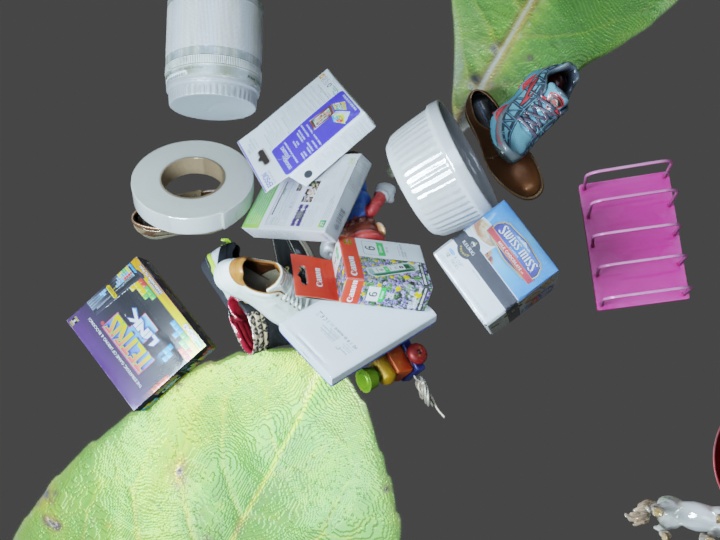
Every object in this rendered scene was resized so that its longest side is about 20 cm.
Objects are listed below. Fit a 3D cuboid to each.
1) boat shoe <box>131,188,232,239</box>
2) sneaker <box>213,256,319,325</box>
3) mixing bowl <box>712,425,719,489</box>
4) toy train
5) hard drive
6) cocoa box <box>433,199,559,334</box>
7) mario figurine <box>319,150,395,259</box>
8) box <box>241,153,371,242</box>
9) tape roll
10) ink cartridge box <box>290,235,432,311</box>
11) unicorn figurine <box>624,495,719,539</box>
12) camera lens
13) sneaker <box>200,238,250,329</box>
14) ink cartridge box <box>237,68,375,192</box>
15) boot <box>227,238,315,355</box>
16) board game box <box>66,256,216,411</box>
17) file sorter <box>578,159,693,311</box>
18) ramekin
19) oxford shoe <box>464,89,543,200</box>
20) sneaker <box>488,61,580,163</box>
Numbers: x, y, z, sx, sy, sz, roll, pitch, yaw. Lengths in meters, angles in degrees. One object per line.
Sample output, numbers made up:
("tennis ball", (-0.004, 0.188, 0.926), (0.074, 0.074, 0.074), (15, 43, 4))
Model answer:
("boat shoe", (-0.290, -0.096, 1.566), (0.199, 0.072, 0.076), (-15, 80, 9))
("sneaker", (-0.117, 0.035, 1.400), (0.084, 0.199, 0.073), (-17, 57, 50))
("mixing bowl", (0.583, 0.278, 1.316), (0.199, 0.108, 0.202), (-1, 74, 3))
("toy train", (0.043, 0.158, 1.433), (0.115, 0.085, 0.201), (-21, 74, -38))
("hard drive", (-0.003, 0.079, 1.400), (0.199, 0.025, 0.132), (-29, 53, -27))
("cocoa box", (0.205, 0.001, 1.389), (0.131, 0.200, 0.134), (-36, 77, 4))
("mario figurine", (-0.007, -0.084, 1.521), (0.123, 0.106, 0.201), (-33, 62, 42))
("box", (-0.087, -0.116, 1.476), (0.199, 0.036, 0.145), (6, 64, 43))
("tape roll", (-0.273, -0.138, 1.528), (0.201, 0.037, 0.204), (2, 45, -2))
("ink cartridge box", (0.000, 0.000, 1.398), (0.199, 0.109, 0.051), (7, 126, -15))
("unicorn figurine", (0.491, 0.361, 1.333), (0.199, 0.137, 0.074), (23, 97, 28))
("camera lens", (-0.242, -0.367, 1.548), (0.159, 0.160, 0.201), (-1, 82, 11))
("sneaker", (-0.184, 0.032, 1.527), (0.083, 0.072, 0.200), (-38, 77, 3))
("ink cartridge box", (-0.091, -0.218, 1.503), (0.200, 0.043, 0.198), (-38, 37, 4))
("boot", (-0.139, 0.033, 1.482), (0.150, 0.073, 0.201), (-14, 84, -35))
("board game box", (-0.367, 0.106, 1.562), (0.165, 0.057, 0.200), (-42, 77, 2))
("file sorter", (0.412, -0.053, 1.395), (0.138, 0.125, 0.201), (-8, 81, 10))
("ramekin", (0.123, -0.150, 1.434), (0.105, 0.200, 0.201), (-28, 78, 15))
("oxford shoe", (0.223, -0.200, 1.481), (0.071, 0.071, 0.201), (-33, 79, 3))
("sneaker", (0.269, -0.252, 1.428), (0.079, 0.095, 0.201), (41, 64, -16))
